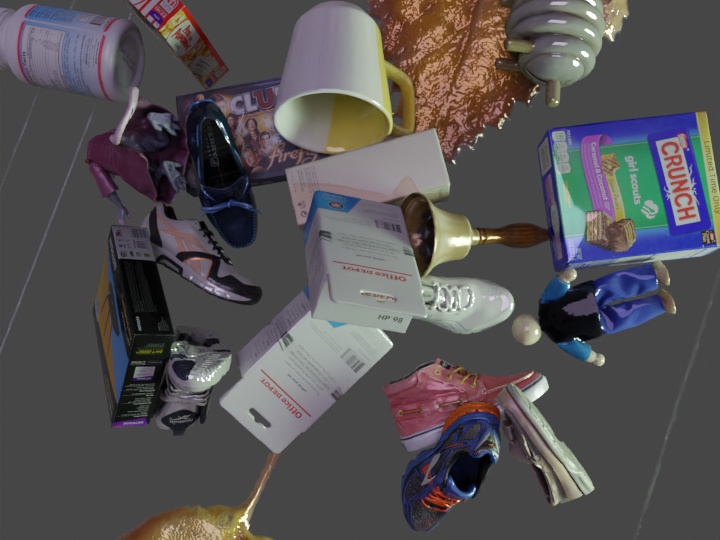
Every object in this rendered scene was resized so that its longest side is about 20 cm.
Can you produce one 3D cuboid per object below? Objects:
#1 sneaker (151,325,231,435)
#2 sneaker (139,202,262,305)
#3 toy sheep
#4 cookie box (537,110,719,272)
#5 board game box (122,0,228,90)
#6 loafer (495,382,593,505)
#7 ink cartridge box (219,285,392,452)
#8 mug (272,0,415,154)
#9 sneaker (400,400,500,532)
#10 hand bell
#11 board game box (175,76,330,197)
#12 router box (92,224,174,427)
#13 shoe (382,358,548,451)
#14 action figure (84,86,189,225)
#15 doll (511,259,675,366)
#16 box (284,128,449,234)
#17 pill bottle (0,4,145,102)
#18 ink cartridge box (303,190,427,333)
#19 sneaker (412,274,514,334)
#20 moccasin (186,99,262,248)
[{"bbox_3d":[-0.211,0.151,0.958,0.078,0.199,0.131,9,96,-20],"label":"sneaker"},{"bbox_3d":[-0.211,-0.021,1.030,0.198,0.074,0.081,30,85,8],"label":"sneaker"},{"bbox_3d":[0.243,-0.301,0.989,0.136,0.138,0.203,6,80,6],"label":"toy sheep"},{"bbox_3d":[0.336,-0.097,0.977,0.197,0.075,0.174,-7,82,0],"label":"cookie box"},{"bbox_3d":[-0.259,-0.330,1.005,0.046,0.200,0.152,-44,82,-1],"label":"board game box"},{"bbox_3d":[0.209,0.216,0.925,0.063,0.072,0.200,-36,119,9],"label":"loafer"},{"bbox_3d":[-0.073,0.114,0.973,0.200,0.067,0.116,-43,115,0],"label":"ink cartridge box"},{"bbox_3d":[-0.025,-0.243,0.998,0.147,0.186,0.155,-7,68,21],"label":"mug"},{"bbox_3d":[0.104,0.247,0.932,0.074,0.079,0.202,17,120,-12],"label":"sneaker"},{"bbox_3d":[0.153,-0.042,0.978,0.197,0.104,0.106,-1,82,-25],"label":"hand bell"},{"bbox_3d":[-0.145,-0.185,1.061,0.197,0.035,0.138,-10,83,4],"label":"board game box"},{"bbox_3d":[-0.281,0.065,0.951,0.050,0.201,0.150,3,127,-29],"label":"router box"},{"bbox_3d":[0.128,0.147,0.977,0.198,0.071,0.092,-24,87,7],"label":"shoe"},{"bbox_3d":[-0.312,-0.145,1.016,0.198,0.149,0.136,7,72,39],"label":"action figure"},{"bbox_3d":[0.287,0.055,0.979,0.197,0.049,0.138,-16,107,7],"label":"doll"},{"bbox_3d":[0.012,-0.111,1.008,0.197,0.095,0.079,-15,81,5],"label":"box"},{"bbox_3d":[-0.405,-0.300,1.062,0.197,0.109,0.110,12,85,7],"label":"pill bottle"},{"bbox_3d":[0.000,0.000,0.891,0.114,0.201,0.067,10,127,-16],"label":"ink cartridge box"},{"bbox_3d":[0.096,0.039,0.986,0.197,0.087,0.076,3,84,5],"label":"sneaker"},{"bbox_3d":[-0.181,-0.112,0.994,0.080,0.068,0.202,-22,119,-6],"label":"moccasin"}]
